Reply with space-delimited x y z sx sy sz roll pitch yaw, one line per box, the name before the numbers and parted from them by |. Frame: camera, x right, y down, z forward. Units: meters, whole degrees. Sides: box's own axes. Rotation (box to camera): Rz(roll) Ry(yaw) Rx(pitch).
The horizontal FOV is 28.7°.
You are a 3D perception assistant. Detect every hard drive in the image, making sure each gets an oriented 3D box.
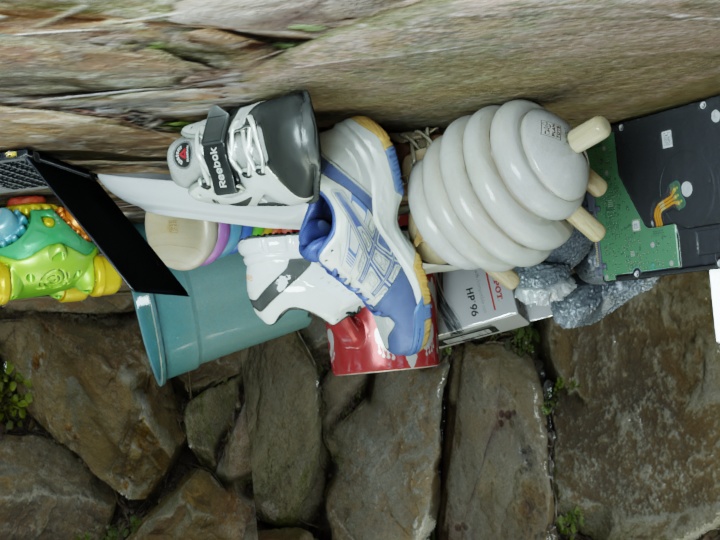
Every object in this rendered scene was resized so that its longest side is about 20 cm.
hard drive | 0.271 -0.066 1.206 0.038 0.141 0.199 -4 176 -31

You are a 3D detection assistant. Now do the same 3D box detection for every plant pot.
plant pot | -0.169 0.017 1.688 0.194 0.202 0.200 -14 179 -14

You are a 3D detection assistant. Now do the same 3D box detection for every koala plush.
koala plush | 0.196 -0.046 1.353 0.199 0.179 0.183 -3 162 -41

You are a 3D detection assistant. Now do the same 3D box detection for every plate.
plate | -0.093 -0.059 1.201 0.198 0.033 0.200 6 -174 19

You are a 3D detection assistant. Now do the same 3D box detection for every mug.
mug | -0.003 0.001 1.385 0.176 0.202 0.133 -5 178 -28

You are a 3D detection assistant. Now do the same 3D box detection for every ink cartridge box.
ink cartridge box | 0.104 0.012 1.471 0.198 0.117 0.068 -16 164 14

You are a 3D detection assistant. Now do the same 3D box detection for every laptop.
laptop | -0.258 -0.028 1.127 0.198 0.117 0.187 -6 177 5

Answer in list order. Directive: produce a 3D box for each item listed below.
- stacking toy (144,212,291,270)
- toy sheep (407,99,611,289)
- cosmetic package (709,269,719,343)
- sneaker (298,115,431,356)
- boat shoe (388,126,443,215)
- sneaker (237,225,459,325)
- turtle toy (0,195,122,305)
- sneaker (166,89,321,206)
stacking toy | -0.122 -0.053 1.406 0.085 0.086 0.199 -7 -178 33
toy sheep | 0.112 -0.063 1.068 0.199 0.139 0.137 -35 161 34
cosmetic package | 0.331 -0.040 1.235 0.050 0.202 0.082 -6 178 22
sneaker | -0.006 -0.016 1.078 0.088 0.202 0.075 -25 -155 -18
boat shoe | 0.048 -0.088 1.156 0.199 0.076 0.072 7 136 -38
sneaker | -0.001 0.003 1.177 0.198 0.081 0.074 -5 -179 -2
turtle toy | -0.326 -0.017 1.355 0.145 0.102 0.199 -5 178 -34
sneaker | -0.083 -0.074 0.955 0.088 0.075 0.200 -7 177 -19
